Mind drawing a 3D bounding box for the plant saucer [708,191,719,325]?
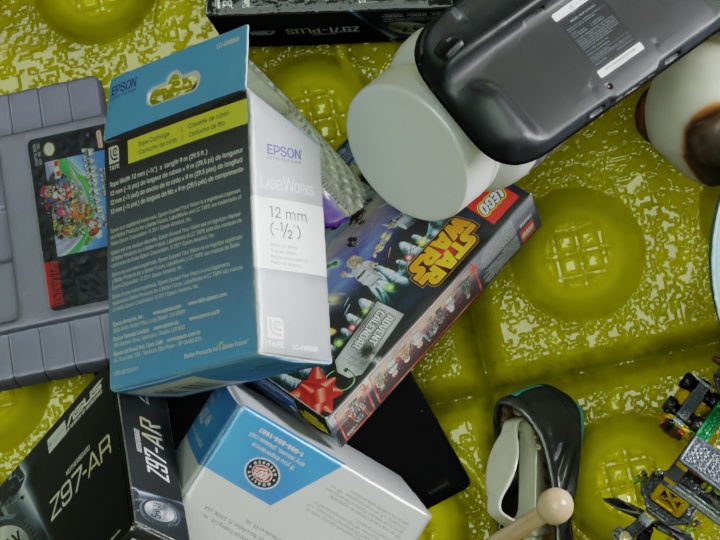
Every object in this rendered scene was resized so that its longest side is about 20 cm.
[{"bbox_3d":[0.281,-0.014,1.428,0.199,0.036,0.201,-4,97,-31],"label":"plant saucer"}]

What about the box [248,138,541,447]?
[{"bbox_3d":[0.000,0.000,1.496,0.137,0.040,0.200,32,70,31],"label":"box"}]

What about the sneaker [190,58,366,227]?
[{"bbox_3d":[-0.071,-0.063,1.507,0.099,0.070,0.200,-42,36,2],"label":"sneaker"}]

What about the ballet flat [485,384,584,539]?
[{"bbox_3d":[0.103,0.172,1.497,0.068,0.068,0.201,-12,74,45],"label":"ballet flat"}]

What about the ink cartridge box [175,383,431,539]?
[{"bbox_3d":[-0.074,0.191,1.471,0.146,0.086,0.200,32,95,-16],"label":"ink cartridge box"}]

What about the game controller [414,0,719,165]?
[{"bbox_3d":[0.131,-0.147,1.391,0.200,0.042,0.104,-35,89,-16],"label":"game controller"}]

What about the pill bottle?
[{"bbox_3d":[0.089,-0.120,1.470,0.113,0.113,0.200,43,53,9],"label":"pill bottle"}]

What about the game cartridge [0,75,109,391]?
[{"bbox_3d":[-0.217,-0.024,1.556,0.129,0.038,0.201,-13,72,8],"label":"game cartridge"}]

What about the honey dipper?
[{"bbox_3d":[0.059,0.187,1.468,0.200,0.038,0.038,-38,79,31],"label":"honey dipper"}]

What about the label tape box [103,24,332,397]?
[{"bbox_3d":[-0.090,-0.032,1.428,0.143,0.066,0.201,-15,71,45],"label":"label tape box"}]

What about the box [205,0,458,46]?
[{"bbox_3d":[-0.017,-0.256,1.553,0.163,0.086,0.201,-2,81,6],"label":"box"}]

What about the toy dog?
[{"bbox_3d":[0.258,-0.144,1.468,0.194,0.139,0.201,26,93,-35],"label":"toy dog"}]

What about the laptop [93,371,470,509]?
[{"bbox_3d":[-0.060,0.086,1.555,0.187,0.116,0.200,-28,110,2],"label":"laptop"}]

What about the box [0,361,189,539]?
[{"bbox_3d":[-0.188,0.177,1.455,0.043,0.160,0.200,30,115,-29],"label":"box"}]

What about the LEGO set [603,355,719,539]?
[{"bbox_3d":[0.264,0.150,1.477,0.200,0.116,0.154,30,57,3],"label":"LEGO set"}]
